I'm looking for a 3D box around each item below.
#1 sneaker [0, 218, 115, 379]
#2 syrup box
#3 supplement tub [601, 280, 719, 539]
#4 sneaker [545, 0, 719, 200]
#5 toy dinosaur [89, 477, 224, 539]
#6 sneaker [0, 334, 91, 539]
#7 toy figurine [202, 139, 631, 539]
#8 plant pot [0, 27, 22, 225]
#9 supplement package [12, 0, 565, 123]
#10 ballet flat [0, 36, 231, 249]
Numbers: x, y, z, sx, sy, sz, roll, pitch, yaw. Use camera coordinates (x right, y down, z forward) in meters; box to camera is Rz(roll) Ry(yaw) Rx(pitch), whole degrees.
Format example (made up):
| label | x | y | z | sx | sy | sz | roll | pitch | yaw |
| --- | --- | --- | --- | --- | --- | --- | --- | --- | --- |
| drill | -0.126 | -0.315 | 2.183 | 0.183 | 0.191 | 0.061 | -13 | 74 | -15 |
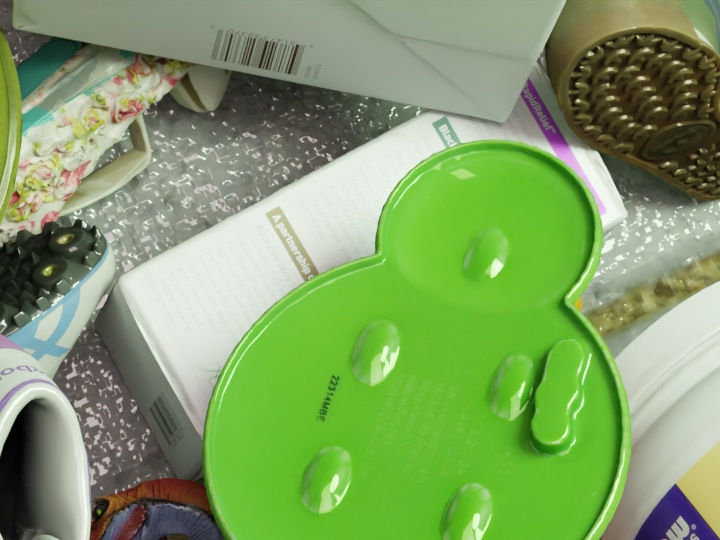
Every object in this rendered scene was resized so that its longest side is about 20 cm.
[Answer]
| label | x | y | z | sx | sy | sz | roll | pitch | yaw |
| --- | --- | --- | --- | --- | --- | --- | --- | --- | --- |
| sneaker | -0.161 | 0.065 | 1.015 | 0.200 | 0.072 | 0.072 | -51 | 126 | -9 |
| syrup box | 0.000 | 0.000 | 1.061 | 0.199 | 0.079 | 0.082 | -28 | 84 | -18 |
| supplement tub | 0.184 | 0.111 | 1.017 | 0.145 | 0.146 | 0.200 | -29 | 61 | -17 |
| sneaker | 0.116 | -0.096 | 1.070 | 0.067 | 0.200 | 0.090 | -25 | 67 | 19 |
| toy dinosaur | -0.051 | 0.171 | 0.935 | 0.105 | 0.200 | 0.182 | -16 | 54 | 27 |
| sneaker | -0.149 | 0.124 | 0.927 | 0.072 | 0.114 | 0.201 | 7 | 100 | -34 |
| toy figurine | 0.036 | 0.081 | 1.000 | 0.150 | 0.184 | 0.201 | 12 | 62 | 14 |
| plant pot | -0.241 | -0.077 | 0.939 | 0.199 | 0.193 | 0.201 | -2 | 73 | 7 |
| supplement package | -0.020 | -0.152 | 0.983 | 0.199 | 0.156 | 0.111 | 11 | 67 | -6 |
| ballet flat | -0.095 | -0.077 | 1.076 | 0.200 | 0.076 | 0.064 | -40 | 118 | -14 |
